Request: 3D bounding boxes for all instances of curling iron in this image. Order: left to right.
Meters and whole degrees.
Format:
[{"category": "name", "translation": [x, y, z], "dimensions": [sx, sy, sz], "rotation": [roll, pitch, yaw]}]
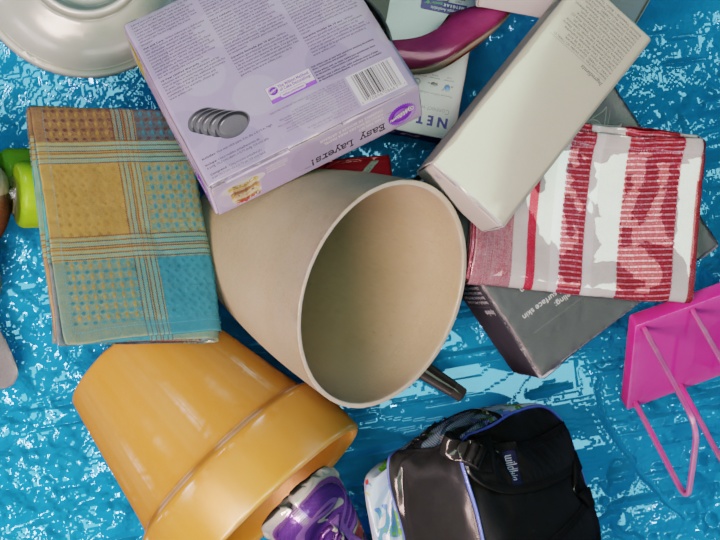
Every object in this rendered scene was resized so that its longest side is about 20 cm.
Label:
[{"category": "curling iron", "translation": [0.003, 0.066, 1.645], "dimensions": [0.199, 0.026, 0.050], "rotation": [26, 79, -7]}]

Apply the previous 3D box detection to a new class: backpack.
[{"category": "backpack", "translation": [0.103, 0.206, 1.585], "dimensions": [0.146, 0.199, 0.185], "rotation": [-13, 95, 36]}]

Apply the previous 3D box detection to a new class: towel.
[{"category": "towel", "translation": [-0.190, -0.036, 1.497], "dimensions": [0.145, 0.022, 0.202], "rotation": [0, 70, -31]}, {"category": "towel", "translation": [0.190, -0.052, 1.561], "dimensions": [0.198, 0.023, 0.146], "rotation": [6, 90, -9]}]

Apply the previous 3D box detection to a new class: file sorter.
[{"category": "file sorter", "translation": [0.345, 0.091, 1.619], "dimensions": [0.198, 0.140, 0.126], "rotation": [-19, 56, -8]}]

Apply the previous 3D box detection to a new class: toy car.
[{"category": "toy car", "translation": [-0.340, 0.006, 1.540], "dimensions": [0.163, 0.158, 0.202], "rotation": [-2, 101, -19]}]

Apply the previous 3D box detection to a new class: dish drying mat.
[{"category": "dish drying mat", "translation": [0.000, 0.000, 1.632], "dimensions": [0.076, 0.018, 0.202], "rotation": [-4, 80, -12]}]

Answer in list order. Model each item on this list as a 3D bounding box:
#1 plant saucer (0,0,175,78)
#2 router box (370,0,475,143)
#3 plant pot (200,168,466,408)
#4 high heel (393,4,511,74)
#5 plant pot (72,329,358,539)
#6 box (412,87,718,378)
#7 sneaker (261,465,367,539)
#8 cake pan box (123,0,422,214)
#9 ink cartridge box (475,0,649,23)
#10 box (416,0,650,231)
[{"category": "plant saucer", "translation": [-0.235, -0.267, 1.599], "dimensions": [0.198, 0.050, 0.202], "rotation": [0, 90, -9]}, {"category": "router box", "translation": [0.000, -0.218, 1.635], "dimensions": [0.198, 0.049, 0.182], "rotation": [10, 88, -9]}, {"category": "plant pot", "translation": [-0.047, -0.010, 1.544], "dimensions": [0.186, 0.199, 0.189], "rotation": [-21, 121, -39]}, {"category": "high heel", "translation": [0.029, -0.203, 1.583], "dimensions": [0.199, 0.067, 0.097], "rotation": [-30, 91, -10]}, {"category": "plant pot", "translation": [-0.134, 0.133, 1.552], "dimensions": [0.200, 0.200, 0.183], "rotation": [-42, 80, -7]}, {"category": "box", "translation": [0.167, -0.044, 1.626], "dimensions": [0.196, 0.117, 0.201], "rotation": [-35, 94, -8]}, {"category": "sneaker", "translation": [-0.016, 0.230, 1.558], "dimensions": [0.081, 0.200, 0.083], "rotation": [-44, 58, -7]}, {"category": "cake pan box", "translation": [-0.069, -0.166, 1.522], "dimensions": [0.199, 0.052, 0.185], "rotation": [-28, 64, -8]}, {"category": "ink cartridge box", "translation": [0.174, -0.313, 1.603], "dimensions": [0.144, 0.084, 0.202], "rotation": [8, 57, -10]}, {"category": "box", "translation": [0.139, -0.132, 1.506], "dimensions": [0.082, 0.068, 0.200], "rotation": [41, 81, -6]}]
